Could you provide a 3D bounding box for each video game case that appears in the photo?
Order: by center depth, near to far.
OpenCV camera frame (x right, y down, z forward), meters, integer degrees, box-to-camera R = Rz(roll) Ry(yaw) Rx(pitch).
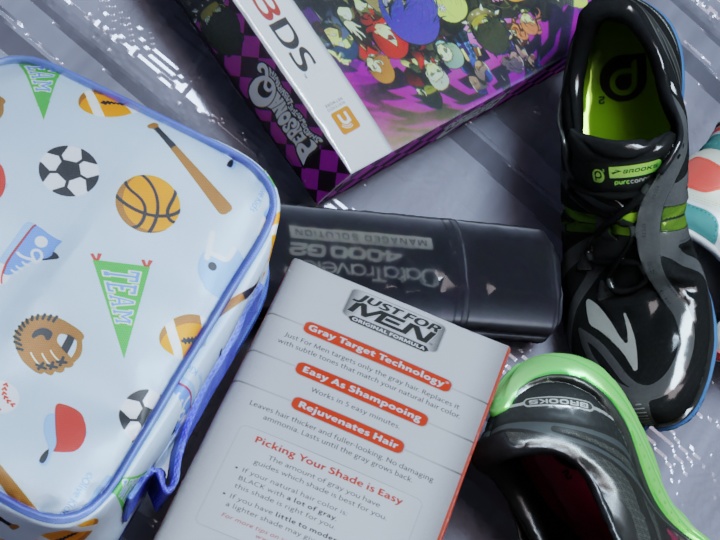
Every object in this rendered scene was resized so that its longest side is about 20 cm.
[{"bbox_3d":[0.001,-0.144,1.170,0.200,0.036,0.182,-29,83,-42],"label":"video game case"}]

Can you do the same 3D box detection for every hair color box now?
[{"bbox_3d":[-0.016,0.089,0.998,0.101,0.061,0.200,23,39,3],"label":"hair color box"}]

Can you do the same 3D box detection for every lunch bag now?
[{"bbox_3d":[-0.124,0.021,0.991,0.160,0.076,0.201,27,57,5],"label":"lunch bag"}]

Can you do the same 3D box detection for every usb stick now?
[{"bbox_3d":[0.000,0.000,1.117,0.199,0.033,0.056,5,69,-28],"label":"usb stick"}]

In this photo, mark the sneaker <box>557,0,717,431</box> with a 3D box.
[{"bbox_3d":[0.115,-0.028,1.144,0.083,0.070,0.201,27,58,-70],"label":"sneaker"}]

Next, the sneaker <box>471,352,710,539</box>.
[{"bbox_3d":[0.112,0.131,1.082,0.200,0.077,0.084,51,45,-3],"label":"sneaker"}]

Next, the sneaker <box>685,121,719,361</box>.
[{"bbox_3d":[0.204,0.030,1.205,0.093,0.070,0.200,-38,91,-18],"label":"sneaker"}]
